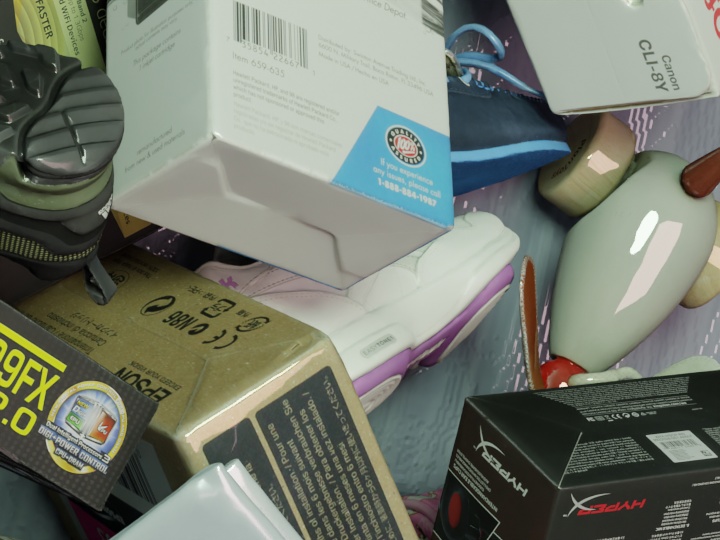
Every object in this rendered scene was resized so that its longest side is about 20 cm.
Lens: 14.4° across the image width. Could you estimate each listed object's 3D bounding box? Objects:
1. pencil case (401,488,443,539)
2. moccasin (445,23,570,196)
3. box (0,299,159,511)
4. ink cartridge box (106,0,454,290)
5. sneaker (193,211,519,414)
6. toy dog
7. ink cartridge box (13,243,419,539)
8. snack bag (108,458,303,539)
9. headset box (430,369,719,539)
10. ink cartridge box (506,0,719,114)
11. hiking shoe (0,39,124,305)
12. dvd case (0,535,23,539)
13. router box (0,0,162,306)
[{"bbox_3d":[0.097,0.132,1.295,0.199,0.086,0.083,-5,94,-34],"label":"pencil case"},{"bbox_3d":[0.028,-0.070,1.193,0.200,0.080,0.069,-2,71,-62],"label":"moccasin"},{"bbox_3d":[-0.184,0.009,0.988,0.160,0.200,0.044,37,77,-35],"label":"box"},{"bbox_3d":[-0.031,-0.107,1.067,0.115,0.067,0.201,20,55,-36],"label":"ink cartridge box"},{"bbox_3d":[0.000,0.000,1.191,0.075,0.100,0.200,-50,170,30],"label":"sneaker"},{"bbox_3d":[0.118,0.015,1.244,0.131,0.096,0.201,14,65,-22],"label":"toy dog"},{"bbox_3d":[-0.057,0.087,1.097,0.075,0.200,0.166,-32,116,-21],"label":"ink cartridge box"},{"bbox_3d":[-0.072,0.185,1.014,0.199,0.021,0.189,-35,115,8],"label":"snack bag"},{"bbox_3d":[0.099,0.150,1.193,0.148,0.075,0.201,-5,120,-32],"label":"headset box"},{"bbox_3d":[0.125,-0.182,1.216,0.200,0.083,0.146,-56,130,-45],"label":"ink cartridge box"},{"bbox_3d":[-0.178,-0.043,1.011,0.076,0.199,0.101,-51,155,-43],"label":"hiking shoe"},{"bbox_3d":[-0.212,0.161,1.086,0.199,0.022,0.147,16,89,-38],"label":"dvd case"},{"bbox_3d":[-0.129,-0.103,1.101,0.157,0.052,0.201,-28,114,-31],"label":"router box"}]
